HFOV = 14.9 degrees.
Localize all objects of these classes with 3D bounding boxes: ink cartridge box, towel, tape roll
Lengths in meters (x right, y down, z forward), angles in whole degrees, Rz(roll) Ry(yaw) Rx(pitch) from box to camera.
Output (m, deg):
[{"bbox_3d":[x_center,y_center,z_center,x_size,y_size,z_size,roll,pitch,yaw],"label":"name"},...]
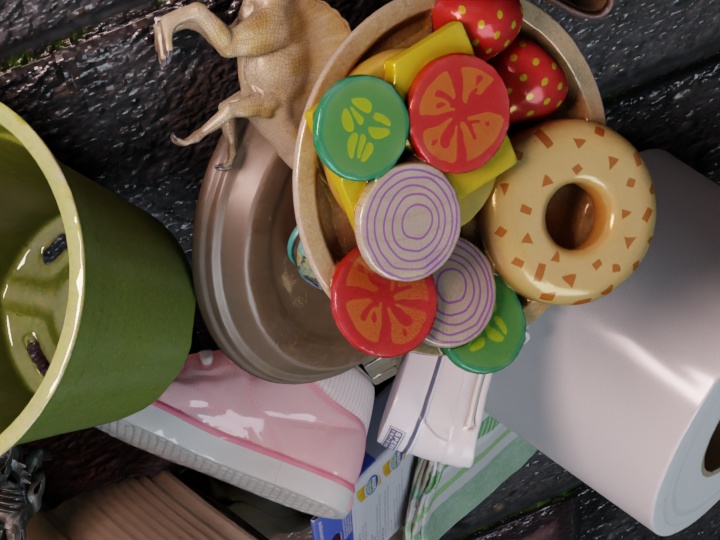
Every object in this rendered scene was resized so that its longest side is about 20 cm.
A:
[{"bbox_3d":[0.028,0.115,1.783,0.200,0.042,0.119,-45,156,-23],"label":"ink cartridge box"},{"bbox_3d":[0.089,0.088,1.785,0.153,0.023,0.200,-39,153,-35],"label":"towel"},{"bbox_3d":[0.188,0.044,1.704,0.203,0.139,0.203,-43,155,-26],"label":"tape roll"}]

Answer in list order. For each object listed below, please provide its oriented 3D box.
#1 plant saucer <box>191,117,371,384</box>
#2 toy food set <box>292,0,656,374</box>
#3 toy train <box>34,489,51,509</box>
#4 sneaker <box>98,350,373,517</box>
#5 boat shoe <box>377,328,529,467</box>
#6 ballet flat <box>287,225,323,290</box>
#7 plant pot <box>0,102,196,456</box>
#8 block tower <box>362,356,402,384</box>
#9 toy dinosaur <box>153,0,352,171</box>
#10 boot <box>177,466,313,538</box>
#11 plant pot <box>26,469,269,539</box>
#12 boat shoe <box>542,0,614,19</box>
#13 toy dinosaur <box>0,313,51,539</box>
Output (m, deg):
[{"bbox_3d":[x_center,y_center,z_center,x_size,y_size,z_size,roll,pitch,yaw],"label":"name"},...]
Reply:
[{"bbox_3d":[-0.010,-0.030,1.508,0.200,0.029,0.200,-20,120,-40],"label":"plant saucer"},{"bbox_3d":[0.052,-0.046,1.413,0.198,0.049,0.200,-34,114,-23],"label":"toy food set"},{"bbox_3d":[-0.223,0.152,1.713,0.056,0.042,0.200,-38,150,-3],"label":"toy train"},{"bbox_3d":[-0.083,0.066,1.641,0.200,0.105,0.075,23,167,-15],"label":"sneaker"},{"bbox_3d":[0.069,0.024,1.612,0.065,0.200,0.074,22,160,-1],"label":"boat shoe"},{"bbox_3d":[0.041,-0.067,1.470,0.200,0.074,0.074,-58,150,-9],"label":"ballet flat"},{"bbox_3d":[-0.180,0.013,1.415,0.200,0.200,0.190,-38,162,18],"label":"plant pot"},{"bbox_3d":[0.000,0.000,1.641,0.058,0.054,0.200,-29,151,1],"label":"block tower"},{"bbox_3d":[-0.053,-0.120,1.405,0.101,0.058,0.200,-8,113,-9],"label":"toy dinosaur"},{"bbox_3d":[-0.088,0.144,1.772,0.097,0.075,0.200,-38,151,12],"label":"boot"},{"bbox_3d":[-0.106,0.185,1.675,0.093,0.201,0.201,-54,148,-3],"label":"plant pot"},{"bbox_3d":[0.078,-0.183,1.403,0.072,0.072,0.200,-34,149,10],"label":"boat shoe"},{"bbox_3d":[-0.230,0.090,1.526,0.200,0.102,0.136,-31,142,-9],"label":"toy dinosaur"}]
